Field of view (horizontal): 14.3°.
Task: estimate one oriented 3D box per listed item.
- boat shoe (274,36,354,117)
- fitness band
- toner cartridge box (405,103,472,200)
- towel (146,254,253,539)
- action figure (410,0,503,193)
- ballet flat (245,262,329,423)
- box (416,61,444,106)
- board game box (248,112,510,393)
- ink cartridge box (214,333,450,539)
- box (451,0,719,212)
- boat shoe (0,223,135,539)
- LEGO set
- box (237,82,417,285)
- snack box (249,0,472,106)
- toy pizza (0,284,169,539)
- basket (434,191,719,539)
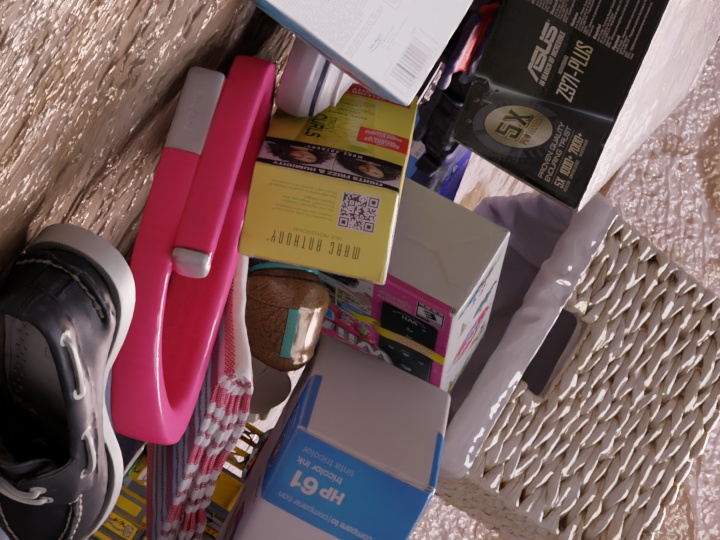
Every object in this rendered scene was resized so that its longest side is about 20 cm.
[{"bbox_3d":[0.024,-0.150,1.454,0.200,0.067,0.074,-62,175,-30],"label":"boat shoe"},{"bbox_3d":[-0.078,-0.013,1.369,0.144,0.037,0.200,96,8,-57],"label":"fitness band"},{"bbox_3d":[0.015,-0.011,1.806,0.095,0.043,0.200,-55,171,-31],"label":"toner cartridge box"},{"bbox_3d":[-0.082,0.056,1.526,0.200,0.030,0.146,113,-20,-48],"label":"towel"},{"bbox_3d":[0.056,-0.143,1.687,0.200,0.105,0.193,-61,164,24],"label":"action figure"},{"bbox_3d":[-0.058,0.047,1.615,0.200,0.068,0.072,145,-50,-73],"label":"ballet flat"},{"bbox_3d":[0.015,-0.076,1.840,0.200,0.036,0.143,-60,172,2],"label":"box"},{"bbox_3d":[0.000,0.000,1.636,0.064,0.147,0.200,-59,172,-16],"label":"board game box"},{"bbox_3d":[-0.034,0.157,1.555,0.145,0.085,0.200,-75,-169,-71],"label":"ink cartridge box"},{"bbox_3d":[0.149,-0.159,1.562,0.164,0.086,0.200,-45,162,-46],"label":"box"},{"bbox_3d":[-0.148,0.066,1.285,0.060,0.076,0.200,-52,157,-43],"label":"boat shoe"},{"bbox_3d":[-0.093,0.173,1.790,0.154,0.116,0.200,-53,169,-38],"label":"LEGO set"},{"bbox_3d":[-0.013,-0.050,1.436,0.200,0.075,0.050,-73,175,-74],"label":"box"},{"bbox_3d":[0.030,-0.189,1.326,0.116,0.037,0.200,34,86,-45],"label":"snack box"},{"bbox_3d":[-0.151,0.090,1.465,0.200,0.032,0.200,-58,171,-14],"label":"toy pizza"},{"bbox_3d":[0.121,0.071,1.817,0.198,0.161,0.200,-58,-166,-10],"label":"basket"}]
